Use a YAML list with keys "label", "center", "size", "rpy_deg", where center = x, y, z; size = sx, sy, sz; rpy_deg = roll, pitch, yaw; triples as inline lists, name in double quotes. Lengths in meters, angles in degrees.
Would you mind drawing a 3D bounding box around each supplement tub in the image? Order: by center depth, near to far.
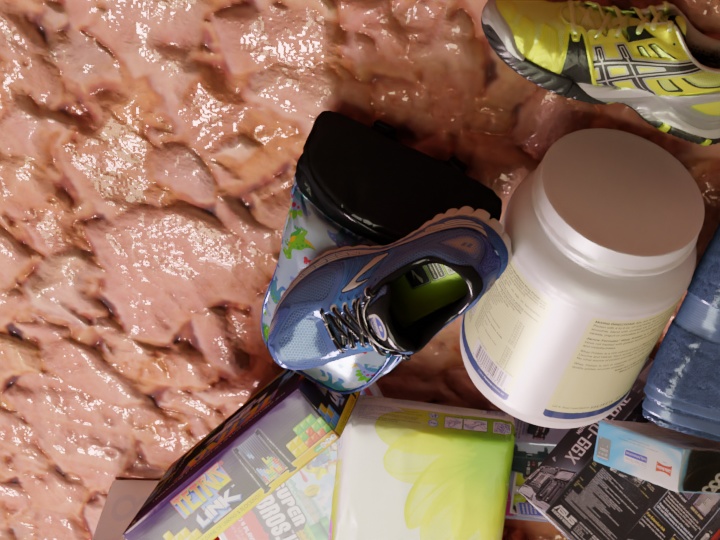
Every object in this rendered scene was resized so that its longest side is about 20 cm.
- label: "supplement tub"
  center: [0.164, 0.008, 1.220]
  size: [0.144, 0.146, 0.201]
  rpy_deg: [17, 138, -1]

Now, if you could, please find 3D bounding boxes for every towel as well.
- label: "towel"
  center: [0.288, 0.032, 1.208]
  size: [0.111, 0.049, 0.201]
  rpy_deg: [17, 108, -14]

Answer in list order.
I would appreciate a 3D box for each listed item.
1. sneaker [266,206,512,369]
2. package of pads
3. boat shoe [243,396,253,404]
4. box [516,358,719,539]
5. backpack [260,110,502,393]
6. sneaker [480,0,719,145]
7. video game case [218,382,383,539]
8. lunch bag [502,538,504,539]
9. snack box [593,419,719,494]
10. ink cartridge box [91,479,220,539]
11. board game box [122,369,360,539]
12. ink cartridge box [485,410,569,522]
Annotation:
- label: "sneaker"
  center: [0.010, 0.022, 1.160]
  size: [0.199, 0.089, 0.079]
  rpy_deg: [-27, 105, 28]
- label: "package of pads"
  center: [0.049, 0.213, 1.433]
  size: [0.153, 0.068, 0.202]
  rpy_deg: [7, 108, 3]
- label: "boat shoe"
  center: [-0.024, 0.182, 1.522]
  size: [0.199, 0.065, 0.073]
  rpy_deg: [19, 139, -1]
- label: "box"
  center: [0.251, 0.192, 1.388]
  size: [0.200, 0.158, 0.050]
  rpy_deg: [44, 175, -27]
- label: "backpack"
  center: [0.000, 0.000, 1.279]
  size: [0.162, 0.154, 0.200]
  rpy_deg: [27, 151, 0]
- label: "sneaker"
  center: [0.178, -0.155, 1.108]
  size: [0.199, 0.076, 0.077]
  rpy_deg: [15, 132, -14]
- label: "video game case"
  center: [-0.046, 0.196, 1.482]
  size: [0.199, 0.017, 0.144]
  rpy_deg: [-26, 103, 13]
- label: "lunch bag"
  center: [0.055, 0.290, 1.581]
  size: [0.199, 0.082, 0.176]
  rpy_deg: [-11, 134, 41]
- label: "snack box"
  center: [0.301, 0.153, 1.303]
  size: [0.199, 0.037, 0.116]
  rpy_deg: [7, -177, -26]
- label: "ink cartridge box"
  center: [-0.173, 0.283, 1.606]
  size: [0.198, 0.161, 0.047]
  rpy_deg: [-3, 136, 20]
- label: "board game box"
  center: [-0.095, 0.153, 1.380]
  size: [0.200, 0.165, 0.057]
  rpy_deg: [-40, 94, 14]
- label: "ink cartridge box"
  center: [0.198, 0.182, 1.473]
  size: [0.198, 0.042, 0.120]
  rpy_deg: [1, 136, 14]
